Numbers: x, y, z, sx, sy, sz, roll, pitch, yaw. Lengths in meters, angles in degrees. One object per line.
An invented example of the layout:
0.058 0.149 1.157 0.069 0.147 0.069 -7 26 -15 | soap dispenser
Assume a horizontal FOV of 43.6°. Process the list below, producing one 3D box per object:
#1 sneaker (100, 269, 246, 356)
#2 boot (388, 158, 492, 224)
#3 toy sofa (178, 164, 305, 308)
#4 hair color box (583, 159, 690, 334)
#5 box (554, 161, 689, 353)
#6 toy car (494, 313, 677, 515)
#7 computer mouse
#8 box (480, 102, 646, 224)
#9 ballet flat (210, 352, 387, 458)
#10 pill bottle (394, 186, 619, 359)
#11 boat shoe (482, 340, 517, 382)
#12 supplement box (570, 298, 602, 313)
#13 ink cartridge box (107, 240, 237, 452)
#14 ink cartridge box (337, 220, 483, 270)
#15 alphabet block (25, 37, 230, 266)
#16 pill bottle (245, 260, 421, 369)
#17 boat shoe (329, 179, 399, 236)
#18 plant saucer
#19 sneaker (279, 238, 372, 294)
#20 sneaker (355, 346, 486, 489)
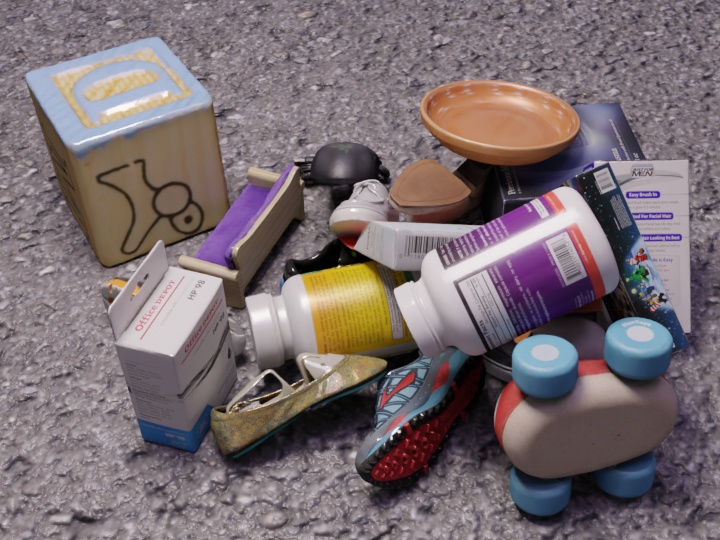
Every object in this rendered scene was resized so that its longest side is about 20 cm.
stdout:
-0.214 0.043 1.074 0.200 0.078 0.077 23 40 22 | sneaker
0.087 -0.076 1.131 0.200 0.146 0.070 -24 69 -36 | boot
-0.148 -0.056 1.157 0.083 0.098 0.200 15 47 16 | toy sofa
0.320 -0.027 1.050 0.109 0.200 0.065 0 1 1 | hair color box
0.271 -0.009 0.952 0.038 0.137 0.200 -23 88 2 | box
0.205 0.109 0.928 0.176 0.185 0.200 -10 32 -8 | toy car
-0.024 -0.145 1.203 0.138 0.053 0.200 2 8 -1 | computer mouse
0.262 -0.115 1.188 0.198 0.123 0.200 -5 43 -1 | box
-0.068 0.126 0.957 0.200 0.071 0.071 -28 48 -7 | ballet flat
0.138 0.009 0.871 0.200 0.113 0.113 -26 45 7 | pill bottle
0.148 0.056 1.050 0.072 0.068 0.200 -28 50 -25 | boat shoe
0.216 0.009 1.021 0.069 0.067 0.200 -5 2 2 | supplement box
-0.190 0.081 0.940 0.067 0.200 0.116 13 46 14 | ink cartridge box
0.078 -0.038 1.017 0.160 0.047 0.200 1 12 -19 | ink cartridge box
-0.303 -0.160 1.197 0.195 0.200 0.196 -21 47 -20 | alphabet block
-0.025 0.053 1.027 0.200 0.113 0.113 -11 45 -9 | pill bottle
0.012 -0.077 1.112 0.072 0.069 0.200 -1 -2 20 | boat shoe
0.173 -0.184 1.133 0.200 0.038 0.200 3 34 -2 | plant saucer
0.000 0.000 1.103 0.199 0.083 0.071 -11 45 -11 | sneaker
0.050 0.153 0.964 0.095 0.079 0.200 12 39 39 | sneaker
